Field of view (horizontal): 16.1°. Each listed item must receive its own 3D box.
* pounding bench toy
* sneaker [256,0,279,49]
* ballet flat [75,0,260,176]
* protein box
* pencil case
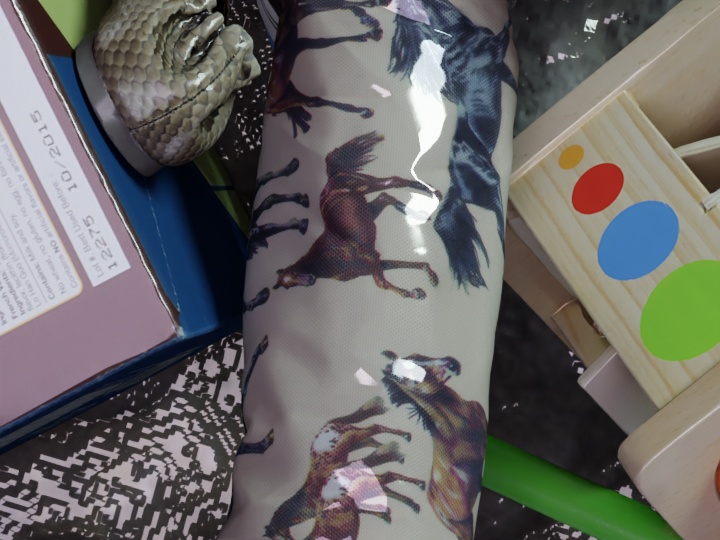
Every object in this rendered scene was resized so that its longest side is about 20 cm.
[{"bbox_3d":[0.103,0.040,0.771,0.200,0.156,0.124,-39,132,7],"label":"pounding bench toy"},{"bbox_3d":[-0.012,-0.124,0.843,0.071,0.072,0.201,-22,88,9],"label":"sneaker"},{"bbox_3d":[-0.055,-0.090,0.791,0.046,0.200,0.068,-29,113,12],"label":"ballet flat"},{"bbox_3d":[-0.152,0.001,0.800,0.199,0.199,0.136,-27,89,7],"label":"protein box"},{"bbox_3d":[0.000,0.000,0.748,0.089,0.077,0.201,-13,67,49],"label":"pencil case"}]
